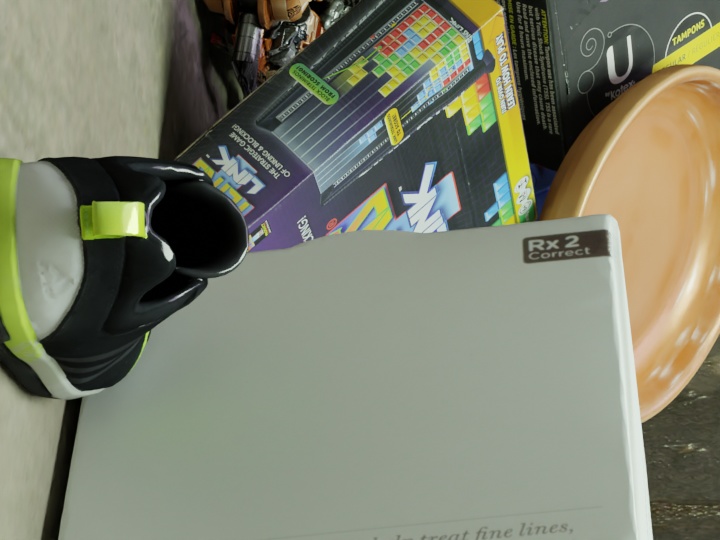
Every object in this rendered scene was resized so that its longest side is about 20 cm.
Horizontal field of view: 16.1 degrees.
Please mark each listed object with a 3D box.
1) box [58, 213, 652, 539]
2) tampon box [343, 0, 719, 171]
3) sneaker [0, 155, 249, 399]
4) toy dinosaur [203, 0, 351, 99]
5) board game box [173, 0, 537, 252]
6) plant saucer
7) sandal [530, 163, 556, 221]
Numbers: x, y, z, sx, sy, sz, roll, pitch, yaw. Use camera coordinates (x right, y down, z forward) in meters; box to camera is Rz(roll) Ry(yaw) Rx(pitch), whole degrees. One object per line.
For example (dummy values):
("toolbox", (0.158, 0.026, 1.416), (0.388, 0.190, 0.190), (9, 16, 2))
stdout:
("box", (0.004, 0.094, 0.908), (0.200, 0.199, 0.131), (-87, 169, -53))
("tampon box", (0.087, -0.161, 1.409), (0.150, 0.200, 0.126), (-32, 129, -32))
("sneaker", (-0.074, 0.003, 0.810), (0.200, 0.083, 0.072), (25, 60, -83))
("toy dinosaur", (-0.040, -0.160, 1.289), (0.200, 0.102, 0.136), (118, -10, -61))
("board game box", (0.002, -0.035, 1.207), (0.057, 0.165, 0.200), (41, -14, 25))
("plant saucer", (0.148, -0.015, 1.355), (0.200, 0.037, 0.200), (-30, 129, -44))
("sandal", (0.090, -0.011, 1.461), (0.079, 0.087, 0.200), (2, 99, -84))
